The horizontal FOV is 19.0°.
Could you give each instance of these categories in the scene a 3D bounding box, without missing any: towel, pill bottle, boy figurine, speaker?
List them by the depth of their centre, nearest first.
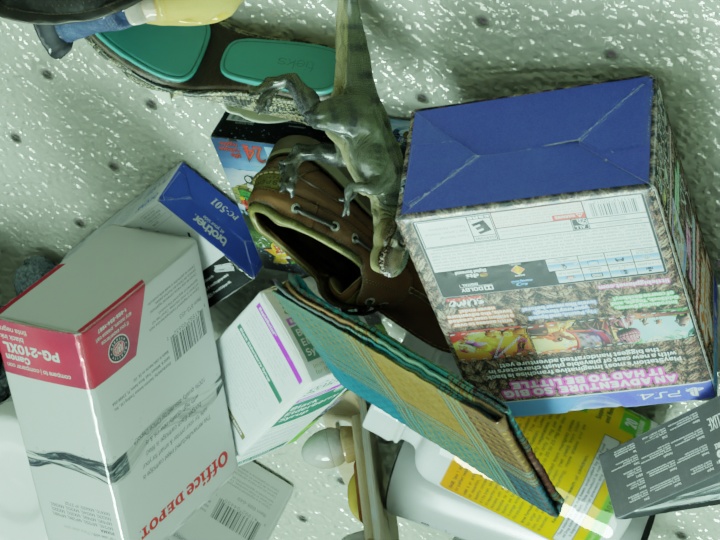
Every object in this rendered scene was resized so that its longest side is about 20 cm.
[{"bbox_3d":[-0.107,-0.183,1.311,0.200,0.124,0.065,-14,114,24],"label":"boy figurine"},{"bbox_3d":[0.040,0.082,1.422,0.200,0.022,0.147,30,164,34],"label":"towel"},{"bbox_3d":[0.108,0.120,1.556,0.200,0.111,0.111,26,146,3],"label":"pill bottle"},{"bbox_3d":[0.125,0.181,1.652,0.200,0.081,0.081,18,145,14],"label":"speaker"},{"bbox_3d":[-0.221,0.132,1.701,0.114,0.200,0.114,8,110,23],"label":"pill bottle"}]

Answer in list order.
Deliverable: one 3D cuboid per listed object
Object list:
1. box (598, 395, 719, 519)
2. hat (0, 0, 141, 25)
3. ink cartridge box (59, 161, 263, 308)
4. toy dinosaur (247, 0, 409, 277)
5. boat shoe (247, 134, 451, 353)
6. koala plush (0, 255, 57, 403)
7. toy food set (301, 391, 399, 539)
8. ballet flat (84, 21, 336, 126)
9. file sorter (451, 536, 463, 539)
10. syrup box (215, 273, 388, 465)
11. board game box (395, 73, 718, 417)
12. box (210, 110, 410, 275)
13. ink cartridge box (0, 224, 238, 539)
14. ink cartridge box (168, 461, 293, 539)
[{"bbox_3d":[0.277,0.106,1.400,0.157,0.050,0.200,-4,161,-34],"label":"box"},{"bbox_3d":[-0.176,-0.237,1.273,0.200,0.201,0.081,25,176,3],"label":"hat"},{"bbox_3d":[-0.156,-0.003,1.635,0.094,0.044,0.200,39,144,-14],"label":"ink cartridge box"},{"bbox_3d":[-0.017,-0.092,1.347,0.088,0.047,0.200,-11,94,20],"label":"toy dinosaur"},{"bbox_3d":[0.000,0.000,1.444,0.200,0.068,0.072,41,143,-19],"label":"boat shoe"},{"bbox_3d":[-0.357,0.036,1.731,0.200,0.184,0.177,45,143,-5],"label":"koala plush"},{"bbox_3d":[-0.007,0.203,1.684,0.060,0.200,0.144,-10,137,4],"label":"toy food set"},{"bbox_3d":[-0.095,-0.131,1.417,0.200,0.068,0.075,17,152,9],"label":"ballet flat"},{"bbox_3d":[0.142,0.311,1.709,0.200,0.139,0.125,26,157,43],"label":"file sorter"},{"bbox_3d":[-0.061,0.075,1.615,0.082,0.079,0.200,61,147,10],"label":"syrup box"},{"bbox_3d":[0.129,-0.009,1.351,0.159,0.097,0.200,-6,136,17],"label":"board game box"},{"bbox_3d":[0.009,-0.046,1.474,0.200,0.038,0.137,8,141,26],"label":"box"},{"bbox_3d":[-0.172,0.090,1.555,0.084,0.145,0.200,10,123,31],"label":"ink cartridge box"},{"bbox_3d":[-0.168,0.239,1.819,0.146,0.200,0.085,33,145,-7],"label":"ink cartridge box"}]
